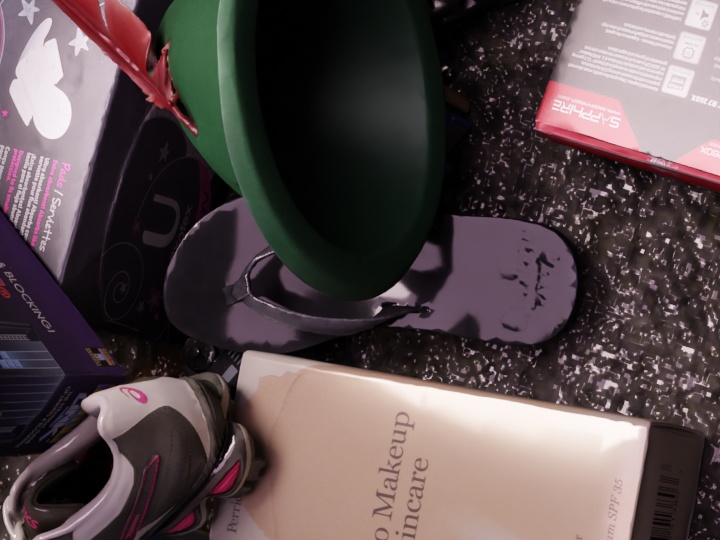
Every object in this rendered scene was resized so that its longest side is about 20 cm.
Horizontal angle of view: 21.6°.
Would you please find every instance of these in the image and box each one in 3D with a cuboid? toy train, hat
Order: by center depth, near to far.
[{"bbox_3d":[-0.078,-0.081,0.838,0.175,0.165,0.202,-6,94,33],"label":"hat"},{"bbox_3d":[-0.013,-0.014,0.907,0.046,0.034,0.200,44,103,23],"label":"toy train"}]

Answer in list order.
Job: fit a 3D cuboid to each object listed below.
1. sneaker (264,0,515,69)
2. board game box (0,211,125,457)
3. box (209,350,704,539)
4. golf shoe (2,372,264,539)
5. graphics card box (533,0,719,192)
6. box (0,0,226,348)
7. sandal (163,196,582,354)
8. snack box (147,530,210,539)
[{"bbox_3d":[0.014,-0.140,0.902,0.199,0.075,0.080,-31,59,11],"label":"sneaker"},{"bbox_3d":[-0.212,-0.010,0.790,0.057,0.165,0.200,-47,71,18],"label":"board game box"},{"bbox_3d":[0.041,0.097,0.834,0.199,0.078,0.096,7,85,29],"label":"box"},{"bbox_3d":[-0.132,0.121,0.842,0.201,0.088,0.077,-54,53,19],"label":"golf shoe"},{"bbox_3d":[0.167,-0.136,0.823,0.125,0.051,0.202,19,91,30],"label":"graphics card box"},{"bbox_3d":[-0.133,-0.076,0.926,0.114,0.132,0.202,17,90,26],"label":"box"},{"bbox_3d":[0.000,-0.001,0.866,0.198,0.043,0.077,-2,92,16],"label":"sandal"},{"bbox_3d":[-0.040,0.218,0.862,0.199,0.068,0.170,12,86,28],"label":"snack box"}]
